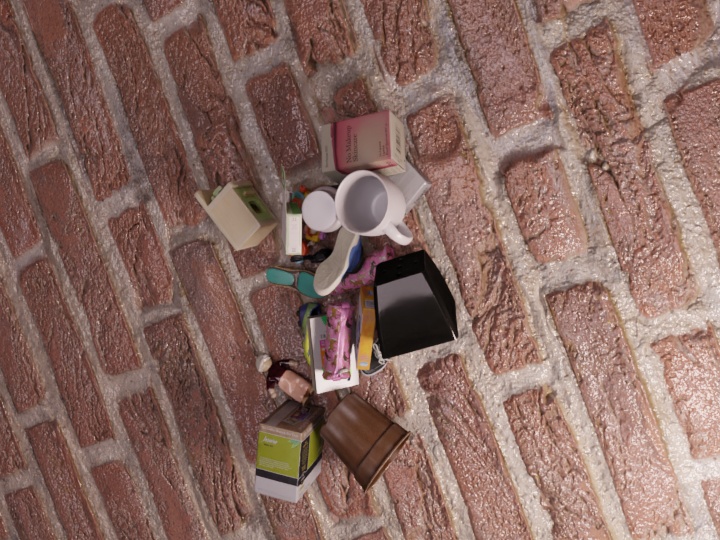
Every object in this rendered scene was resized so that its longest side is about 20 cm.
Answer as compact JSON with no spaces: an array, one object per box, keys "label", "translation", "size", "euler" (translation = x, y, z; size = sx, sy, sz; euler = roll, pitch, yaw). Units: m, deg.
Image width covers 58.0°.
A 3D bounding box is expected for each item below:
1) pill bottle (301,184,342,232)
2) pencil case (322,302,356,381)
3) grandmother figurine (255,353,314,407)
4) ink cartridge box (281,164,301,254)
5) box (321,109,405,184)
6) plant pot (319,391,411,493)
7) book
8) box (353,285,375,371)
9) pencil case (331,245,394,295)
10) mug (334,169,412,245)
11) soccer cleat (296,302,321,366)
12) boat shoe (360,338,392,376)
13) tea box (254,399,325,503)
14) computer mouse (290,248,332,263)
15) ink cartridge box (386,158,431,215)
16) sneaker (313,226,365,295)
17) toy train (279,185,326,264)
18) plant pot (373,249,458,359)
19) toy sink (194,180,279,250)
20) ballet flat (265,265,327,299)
[{"label":"pill bottle","translation":[-0.075,-0.160,1.670],"size":[0.110,0.200,0.118],"euler":[2,99,16]},{"label":"pencil case","translation":[-0.056,0.185,1.706],"size":[0.084,0.082,0.208],"euler":[4,90,35]},{"label":"grandmother figurine","translation":[-0.223,0.308,1.859],"size":[0.197,0.061,0.122],"euler":[34,66,15]},{"label":"ink cartridge box","translation":[-0.177,-0.158,1.651],"size":[0.046,0.146,0.207],"euler":[0,107,-11]},{"label":"box","translation":[0.008,-0.310,1.646],"size":[0.194,0.108,0.133],"euler":[-7,78,24]},{"label":"plant pot","translation":[0.003,0.450,1.748],"size":[0.197,0.199,0.203],"euler":[38,107,16]},{"label":"book","translation":[-0.074,0.220,1.781],"size":[0.129,0.048,0.208],"euler":[-8,98,-19]},{"label":"box","translation":[0.011,0.160,1.701],"size":[0.040,0.120,0.206],"euler":[2,116,-5]},{"label":"pencil case","translation":[0.000,0.000,1.731],"size":[0.194,0.082,0.089],"euler":[-18,74,19]},{"label":"mug","translation":[0.053,-0.140,1.588],"size":[0.148,0.174,0.201],"euler":[-47,71,18]},{"label":"soccer cleat","translation":[-0.120,0.190,1.804],"size":[0.082,0.064,0.207],"euler":[-13,92,27]},{"label":"boat shoe","translation":[0.064,0.214,1.750],"size":[0.199,0.068,0.074],"euler":[-44,84,18]},{"label":"tea box","translation":[-0.191,0.494,1.802],"size":[0.129,0.200,0.204],"euler":[9,99,15]},{"label":"computer mouse","translation":[-0.125,-0.040,1.706],"size":[0.057,0.199,0.035],"euler":[-9,87,24]},{"label":"ink cartridge box","translation":[0.068,-0.235,1.706],"size":[0.161,0.047,0.201],"euler":[-48,68,19]},{"label":"sneaker","translation":[-0.047,-0.005,1.638],"size":[0.075,0.112,0.204],"euler":[11,61,24]},{"label":"toy train","translation":[-0.172,-0.125,1.768],"size":[0.147,0.055,0.207],"euler":[-12,92,33]},{"label":"plant pot","translation":[0.122,0.070,1.608],"size":[0.194,0.201,0.182],"euler":[-17,112,13]},{"label":"toy sink","translation":[-0.337,-0.175,1.789],"size":[0.112,0.130,0.202],"euler":[-41,84,18]},{"label":"ballet flat","translation":[-0.167,0.025,1.796],"size":[0.195,0.065,0.073],"euler":[19,104,17]}]
